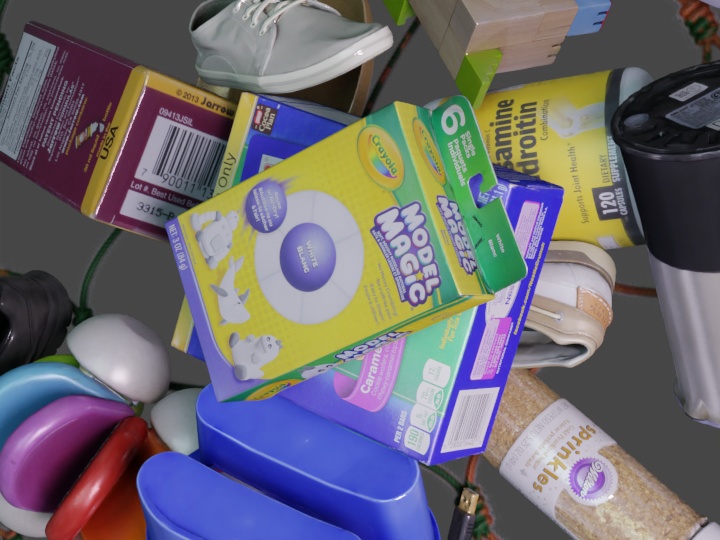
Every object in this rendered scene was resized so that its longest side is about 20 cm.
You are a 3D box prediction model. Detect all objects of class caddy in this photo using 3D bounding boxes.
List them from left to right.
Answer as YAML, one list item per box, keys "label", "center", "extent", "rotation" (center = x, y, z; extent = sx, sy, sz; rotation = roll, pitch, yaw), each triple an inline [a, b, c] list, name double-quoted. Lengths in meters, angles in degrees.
- label: "caddy"
  center: [-0.045, 0.157, 0.961]
  extent: [0.199, 0.105, 0.142]
  rotation: [21, 53, 24]

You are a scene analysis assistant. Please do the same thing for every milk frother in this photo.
- label: "milk frother"
  center: [0.256, -0.007, 0.851]
  extent: [0.180, 0.200, 0.189]
  rotation: [-20, 117, 1]

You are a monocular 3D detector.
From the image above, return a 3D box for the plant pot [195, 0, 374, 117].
- label: "plant pot"
  center: [-0.053, -0.124, 1.068]
  extent: [0.200, 0.027, 0.201]
  rotation: [-25, 56, 43]

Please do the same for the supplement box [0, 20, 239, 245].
- label: "supplement box"
  center: [-0.154, -0.088, 1.048]
  extent: [0.200, 0.131, 0.104]
  rotation: [28, 98, 53]

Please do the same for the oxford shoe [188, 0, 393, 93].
- label: "oxford shoe"
  center: [-0.054, -0.152, 0.994]
  extent: [0.200, 0.075, 0.058]
  rotation: [13, 125, 54]

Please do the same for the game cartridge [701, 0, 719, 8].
- label: "game cartridge"
  center: [0.223, -0.247, 0.980]
  extent: [0.200, 0.040, 0.133]
  rotation: [40, 85, 21]

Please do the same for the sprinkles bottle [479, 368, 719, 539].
- label: "sprinkles bottle"
  center: [0.146, 0.138, 0.979]
  extent: [0.200, 0.068, 0.068]
  rotation: [40, 100, 21]

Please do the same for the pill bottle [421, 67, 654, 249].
- label: "pill bottle"
  center: [0.096, -0.062, 0.994]
  extent: [0.199, 0.112, 0.113]
  rotation: [-8, 82, 22]

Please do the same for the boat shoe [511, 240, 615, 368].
- label: "boat shoe"
  center: [0.060, 0.029, 0.970]
  extent: [0.199, 0.075, 0.069]
  rotation: [-8, 49, 27]

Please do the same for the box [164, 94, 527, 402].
- label: "box"
  center: [-0.010, -0.011, 0.863]
  extent: [0.199, 0.048, 0.118]
  rotation: [-25, 76, 27]

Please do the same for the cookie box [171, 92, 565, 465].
- label: "cookie box"
  center: [0.000, 0.000, 0.928]
  extent: [0.199, 0.075, 0.172]
  rotation: [21, 100, 31]

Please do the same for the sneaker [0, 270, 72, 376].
- label: "sneaker"
  center: [-0.289, 0.092, 1.152]
  extent: [0.076, 0.091, 0.201]
  rotation: [18, 93, 21]

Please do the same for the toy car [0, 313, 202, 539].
- label: "toy car"
  center: [-0.188, 0.136, 1.073]
  extent: [0.200, 0.150, 0.175]
  rotation: [40, 101, 21]

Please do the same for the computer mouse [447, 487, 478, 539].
- label: "computer mouse"
  center: [0.016, 0.125, 1.045]
  extent: [0.140, 0.046, 0.201]
  rotation: [13, 90, 23]

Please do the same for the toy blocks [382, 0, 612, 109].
- label: "toy blocks"
  center: [0.095, -0.205, 1.005]
  extent: [0.201, 0.136, 0.100]
  rotation: [63, 152, 30]
